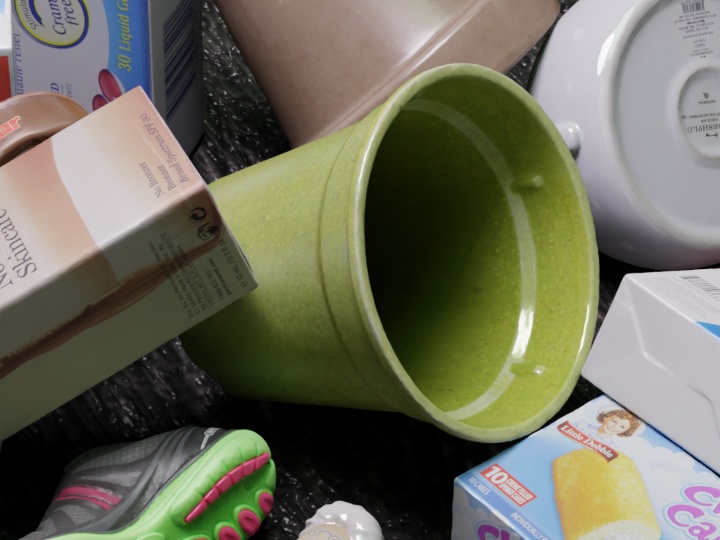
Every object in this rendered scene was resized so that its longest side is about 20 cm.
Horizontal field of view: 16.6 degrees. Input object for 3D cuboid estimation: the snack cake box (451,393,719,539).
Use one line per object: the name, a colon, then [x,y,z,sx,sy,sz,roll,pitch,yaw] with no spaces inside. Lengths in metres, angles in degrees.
snack cake box: [0.153,0.160,1.276,0.115,0.067,0.200,-28,47,-30]

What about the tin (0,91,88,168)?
tin: [-0.172,-0.018,1.387,0.112,0.200,0.042,-44,56,-13]

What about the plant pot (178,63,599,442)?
plant pot: [0.000,0.000,1.362,0.184,0.201,0.200,-8,26,43]

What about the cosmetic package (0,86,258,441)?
cosmetic package: [-0.168,0.005,1.286,0.200,0.087,0.103,-32,46,-5]

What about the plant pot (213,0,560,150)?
plant pot: [-0.006,-0.160,1.517,0.175,0.200,0.200,47,46,-7]

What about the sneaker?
sneaker: [-0.136,0.142,1.300,0.200,0.077,0.084,-26,29,-34]

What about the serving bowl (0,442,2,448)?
serving bowl: [-0.289,0.101,1.337,0.199,0.066,0.200,1,38,0]

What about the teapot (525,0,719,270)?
teapot: [0.168,-0.089,1.523,0.146,0.200,0.198,-5,50,57]

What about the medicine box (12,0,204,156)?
medicine box: [-0.207,-0.154,1.563,0.199,0.183,0.103,12,39,13]

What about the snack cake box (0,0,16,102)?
snack cake box: [-0.253,-0.064,1.423,0.115,0.201,0.067,-3,42,-7]

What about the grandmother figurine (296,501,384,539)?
grandmother figurine: [-0.049,0.190,1.243,0.121,0.061,0.200,28,48,17]

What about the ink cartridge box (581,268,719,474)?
ink cartridge box: [0.233,0.053,1.378,0.200,0.067,0.116,-2,31,-48]
